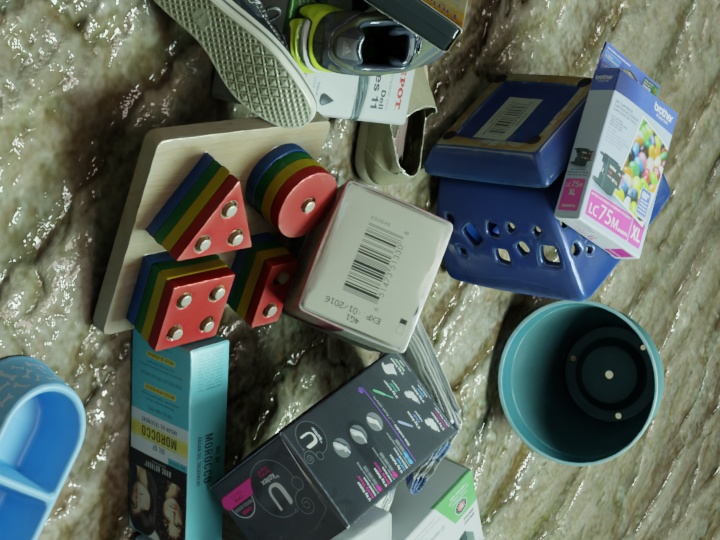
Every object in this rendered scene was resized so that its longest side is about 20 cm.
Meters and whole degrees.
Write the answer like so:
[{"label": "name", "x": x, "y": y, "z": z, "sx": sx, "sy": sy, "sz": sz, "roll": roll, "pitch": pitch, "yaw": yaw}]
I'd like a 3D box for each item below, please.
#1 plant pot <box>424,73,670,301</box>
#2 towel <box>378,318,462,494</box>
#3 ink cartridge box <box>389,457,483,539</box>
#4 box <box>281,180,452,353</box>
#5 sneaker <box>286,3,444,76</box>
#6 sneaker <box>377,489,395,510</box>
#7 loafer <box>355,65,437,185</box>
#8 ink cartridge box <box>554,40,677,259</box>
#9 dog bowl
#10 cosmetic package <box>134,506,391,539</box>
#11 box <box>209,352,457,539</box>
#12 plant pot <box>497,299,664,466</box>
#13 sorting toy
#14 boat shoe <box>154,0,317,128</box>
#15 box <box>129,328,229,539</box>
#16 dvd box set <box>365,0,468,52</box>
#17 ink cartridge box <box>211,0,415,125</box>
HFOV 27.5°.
[{"label": "plant pot", "x": 0.197, "y": -0.104, "z": 1.630, "sx": 0.200, "sy": 0.199, "sz": 0.181, "roll": -47, "pitch": 129, "yaw": -30}, {"label": "towel", "x": 0.051, "y": 0.134, "z": 1.520, "sx": 0.024, "sy": 0.148, "sz": 0.200, "roll": -15, "pitch": 156, "yaw": -18}, {"label": "ink cartridge box", "x": 0.074, "y": 0.336, "z": 1.728, "sx": 0.146, "sy": 0.084, "sz": 0.201, "roll": -41, "pitch": 133, "yaw": -34}, {"label": "box", "x": 0.000, "y": 0.000, "z": 1.396, "sx": 0.200, "sy": 0.108, "sz": 0.129, "roll": 163, "pitch": -51, "yaw": -81}, {"label": "sneaker", "x": 0.026, "y": -0.202, "z": 1.319, "sx": 0.199, "sy": 0.081, "sz": 0.075, "roll": -18, "pitch": 118, "yaw": -46}, {"label": "sneaker", "x": -0.001, "y": 0.266, "z": 1.608, "sx": 0.201, "sy": 0.077, "sz": 0.085, "roll": -59, "pitch": 152, "yaw": -28}, {"label": "loafer", "x": 0.044, "y": -0.182, "z": 1.500, "sx": 0.075, "sy": 0.068, "sz": 0.202, "roll": -15, "pitch": 115, "yaw": -49}, {"label": "ink cartridge box", "x": 0.275, "y": -0.127, "z": 1.548, "sx": 0.119, "sy": 0.042, "sz": 0.202, "roll": 27, "pitch": 73, "yaw": -42}, {"label": "dog bowl", "x": -0.297, "y": 0.172, "z": 1.218, "sx": 0.111, "sy": 0.049, "sz": 0.201, "roll": 37, "pitch": 73, "yaw": -51}, {"label": "cosmetic package", "x": -0.093, "y": 0.319, "z": 1.439, "sx": 0.199, "sy": 0.166, "sz": 0.168, "roll": -25, "pitch": 123, "yaw": -46}, {"label": "box", "x": -0.022, "y": 0.175, "z": 1.366, "sx": 0.106, "sy": 0.122, "sz": 0.200, "roll": 53, "pitch": 38, "yaw": 4}, {"label": "plant pot", "x": 0.295, "y": 0.135, "z": 1.862, "sx": 0.188, "sy": 0.199, "sz": 0.202, "roll": -1, "pitch": 105, "yaw": -67}, {"label": "sorting toy", "x": -0.115, "y": -0.030, "z": 1.292, "sx": 0.199, "sy": 0.070, "sz": 0.200, "roll": -13, "pitch": 134, "yaw": -45}, {"label": "boat shoe", "x": -0.104, "y": -0.206, "z": 1.248, "sx": 0.200, "sy": 0.074, "sz": 0.062, "roll": 47, "pitch": 43, "yaw": -12}, {"label": "box", "x": -0.168, "y": 0.151, "z": 1.349, "sx": 0.049, "sy": 0.082, "sz": 0.202, "roll": -15, "pitch": 115, "yaw": -47}, {"label": "dvd box set", "x": 0.032, "y": -0.273, "z": 1.325, "sx": 0.029, "sy": 0.146, "sz": 0.200, "roll": -54, "pitch": -171, "yaw": 24}, {"label": "ink cartridge box", "x": -0.032, "y": -0.218, "z": 1.375, "sx": 0.199, "sy": 0.083, "sz": 0.148, "roll": -2, "pitch": 105, "yaw": -52}]
